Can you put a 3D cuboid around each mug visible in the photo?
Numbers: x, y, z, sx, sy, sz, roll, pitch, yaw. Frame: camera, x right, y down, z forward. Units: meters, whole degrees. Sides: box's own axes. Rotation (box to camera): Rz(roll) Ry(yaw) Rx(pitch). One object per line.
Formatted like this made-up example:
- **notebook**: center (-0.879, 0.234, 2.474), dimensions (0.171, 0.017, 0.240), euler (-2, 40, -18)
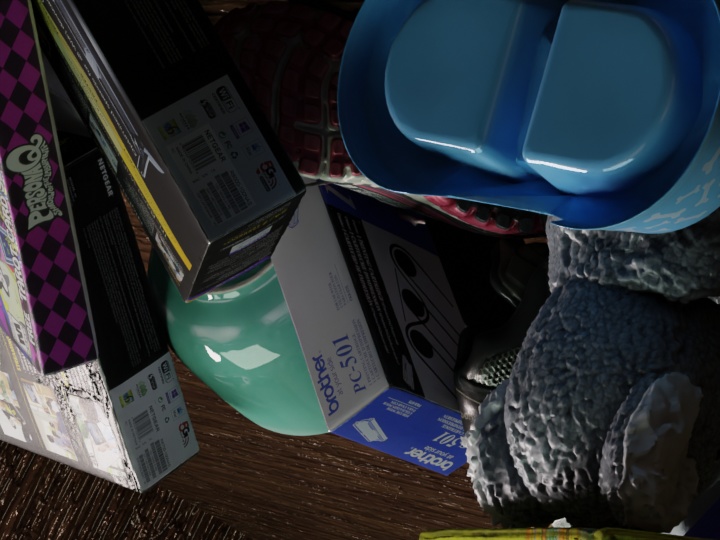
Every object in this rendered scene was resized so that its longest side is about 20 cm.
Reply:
- **mug**: center (-0.056, -0.003, 1.470), dimensions (0.185, 0.152, 0.114), euler (17, 162, 37)

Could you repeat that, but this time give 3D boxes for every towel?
- **towel**: center (0.097, 0.119, 1.077), dimensions (0.086, 0.018, 0.200), euler (9, 172, -19)

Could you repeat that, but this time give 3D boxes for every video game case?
- **video game case**: center (-0.191, -0.072, 1.288), dimensions (0.181, 0.036, 0.201), euler (41, 144, 55)

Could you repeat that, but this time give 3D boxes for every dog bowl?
- **dog bowl**: center (0.077, -0.072, 1.035), dimensions (0.200, 0.112, 0.049), euler (13, 176, 44)

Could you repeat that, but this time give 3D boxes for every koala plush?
- **koala plush**: center (0.123, 0.022, 1.098), dimensions (0.183, 0.201, 0.177), euler (31, 167, -22)

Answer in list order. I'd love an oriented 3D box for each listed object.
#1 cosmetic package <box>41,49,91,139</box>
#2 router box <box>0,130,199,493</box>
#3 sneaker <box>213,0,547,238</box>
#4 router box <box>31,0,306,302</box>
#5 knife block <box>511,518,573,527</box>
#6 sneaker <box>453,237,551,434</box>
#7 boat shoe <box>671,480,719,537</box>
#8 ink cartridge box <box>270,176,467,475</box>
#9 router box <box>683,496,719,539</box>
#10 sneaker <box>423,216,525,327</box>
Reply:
- **cosmetic package**: center (-0.164, -0.105, 1.454), dimensions (0.101, 0.071, 0.200), euler (33, 166, -24)
- **router box**: center (-0.178, 0.015, 1.456), dimensions (0.149, 0.051, 0.201), euler (15, 128, 44)
- **sneaker**: center (0.010, -0.062, 1.261), dimensions (0.199, 0.081, 0.075), euler (25, 170, 1)
- **router box**: center (-0.102, -0.094, 1.189), dimensions (0.201, 0.052, 0.157), euler (60, 168, 5)
- **knife block**: center (0.124, 0.122, 1.523), dimensions (0.175, 0.064, 0.201), euler (33, -150, -52)
- **sneaker**: center (0.133, 0.021, 1.236), dimensions (0.076, 0.199, 0.115), euler (-136, 23, -81)
- **boat shoe**: center (0.176, 0.096, 1.262), dimensions (0.068, 0.074, 0.199), euler (-2, -163, 32)
- **ink cartridge box**: center (0.000, 0.000, 1.299), dimensions (0.094, 0.044, 0.201), euler (25, -144, -46)
- **router box**: center (0.249, 0.143, 1.216), dimensions (0.049, 0.200, 0.180), euler (8, 135, 53)
- **sneaker**: center (0.063, 0.043, 1.402), dimensions (0.201, 0.072, 0.083), euler (60, 144, 4)
